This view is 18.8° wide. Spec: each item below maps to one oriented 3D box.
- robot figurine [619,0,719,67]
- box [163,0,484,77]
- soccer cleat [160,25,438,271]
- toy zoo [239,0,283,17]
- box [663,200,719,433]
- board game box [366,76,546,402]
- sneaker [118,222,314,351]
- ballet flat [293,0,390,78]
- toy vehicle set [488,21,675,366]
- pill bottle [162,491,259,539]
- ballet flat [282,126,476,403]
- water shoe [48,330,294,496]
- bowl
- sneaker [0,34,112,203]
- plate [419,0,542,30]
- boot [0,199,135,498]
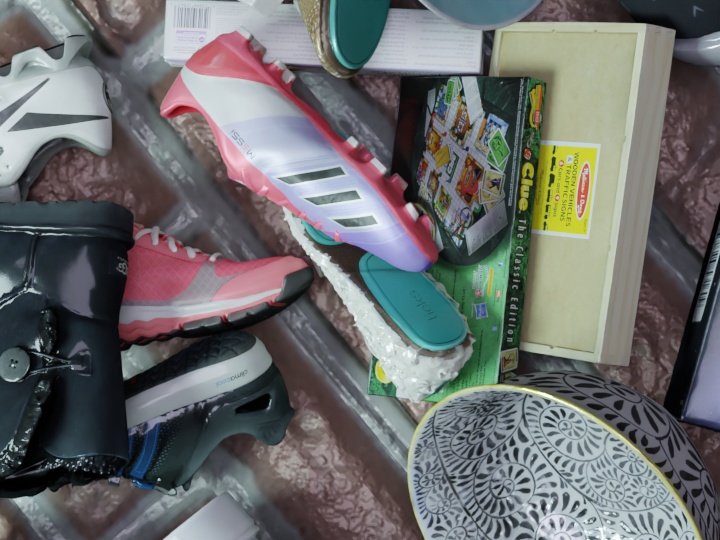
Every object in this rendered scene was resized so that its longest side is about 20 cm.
[{"bbox_3d":[0.193,-0.210,1.278,0.125,0.200,0.150,-21,43,25],"label":"robot figurine"},{"bbox_3d":[-0.023,-0.144,1.359,0.200,0.039,0.042,2,89,3],"label":"box"},{"bbox_3d":[-0.035,-0.060,1.298,0.076,0.067,0.200,-45,73,5],"label":"soccer cleat"},{"bbox_3d":[-0.070,-0.236,1.323,0.200,0.020,0.131,32,89,37],"label":"toy zoo"},{"bbox_3d":[0.304,0.019,1.294,0.198,0.123,0.200,15,89,2],"label":"box"},{"bbox_3d":[0.058,-0.018,1.330,0.105,0.023,0.200,5,88,40],"label":"board game box"},{"bbox_3d":[-0.130,0.002,1.343,0.200,0.074,0.087,-10,86,3],"label":"sneaker"},{"bbox_3d":[-0.011,-0.203,1.333,0.065,0.071,0.200,-2,60,31],"label":"ballet flat"},{"bbox_3d":[0.120,-0.049,1.309,0.124,0.026,0.200,9,92,48],"label":"toy vehicle set"},{"bbox_3d":[-0.051,0.236,1.305,0.120,0.120,0.200,-40,86,1],"label":"pill bottle"},{"bbox_3d":[0.000,0.000,1.326,0.072,0.072,0.200,-32,58,2],"label":"ballet flat"},{"bbox_3d":[-0.137,0.110,1.338,0.200,0.072,0.079,-24,106,12],"label":"water shoe"},{"bbox_3d":[0.134,0.127,1.256,0.201,0.201,0.094,44,49,4],"label":"bowl"},{"bbox_3d":[-0.249,-0.072,1.352,0.200,0.074,0.089,-20,85,3],"label":"sneaker"},{"bbox_3d":[0.058,-0.243,1.308,0.026,0.200,0.201,-3,87,44],"label":"plate"},{"bbox_3d":[-0.228,0.048,1.289,0.200,0.076,0.168,-2,73,15],"label":"boot"}]
